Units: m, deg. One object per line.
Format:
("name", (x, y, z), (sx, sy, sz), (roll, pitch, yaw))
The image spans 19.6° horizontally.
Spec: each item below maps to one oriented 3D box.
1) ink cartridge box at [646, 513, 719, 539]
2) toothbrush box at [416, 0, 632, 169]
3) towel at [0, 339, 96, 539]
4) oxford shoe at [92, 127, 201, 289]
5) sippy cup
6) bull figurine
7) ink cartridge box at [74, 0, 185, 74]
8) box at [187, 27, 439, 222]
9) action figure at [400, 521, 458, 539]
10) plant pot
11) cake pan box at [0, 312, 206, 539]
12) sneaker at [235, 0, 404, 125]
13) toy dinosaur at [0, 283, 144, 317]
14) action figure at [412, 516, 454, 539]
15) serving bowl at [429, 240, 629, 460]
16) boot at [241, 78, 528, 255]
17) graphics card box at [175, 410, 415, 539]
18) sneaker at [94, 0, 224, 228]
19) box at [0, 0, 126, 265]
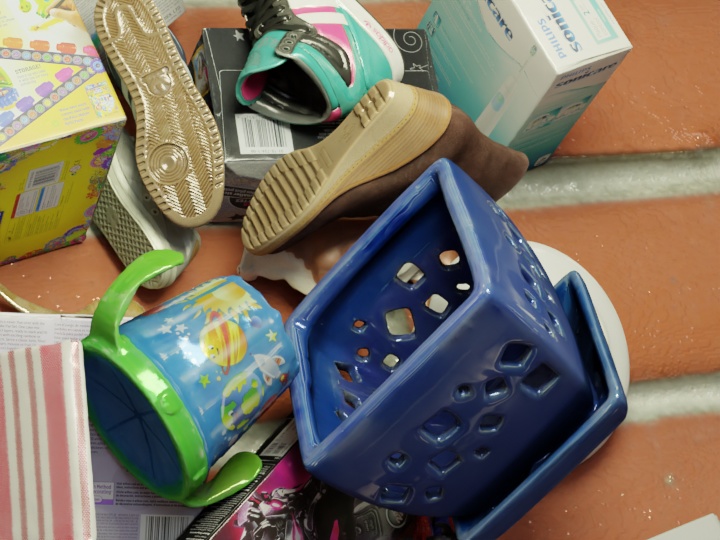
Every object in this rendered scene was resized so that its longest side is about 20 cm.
("ink cartridge box", (0.207, 0.299, 1.568), (0.144, 0.200, 0.145), (-18, 71, -26))
("toothbrush box", (0.129, -0.187, 1.792), (0.085, 0.200, 0.147), (-22, 71, -26))
("towel", (-0.270, 0.135, 1.493), (0.030, 0.199, 0.148), (12, 69, -60))
("oxford shoe", (-0.195, -0.076, 1.704), (0.058, 0.075, 0.201), (-24, 75, -38))
("sippy cup", (-0.120, 0.075, 1.510), (0.130, 0.178, 0.140), (-37, 71, -27))
("bull figurine", (0.000, 0.000, 1.733), (0.199, 0.065, 0.122), (-11, 72, -21))
("ink cartridge box", (-0.229, -0.269, 1.711), (0.076, 0.201, 0.136), (24, 52, 32))
("box", (-0.041, -0.119, 1.751), (0.198, 0.115, 0.133), (-2, 66, -18))
("action figure", (0.040, 0.271, 1.573), (0.102, 0.119, 0.200), (44, 69, -11))
("plant pot", (0.075, 0.071, 1.541), (0.179, 0.200, 0.200), (34, 22, -25))
("cake pan box", (-0.206, 0.125, 1.568), (0.198, 0.052, 0.186), (2, 89, -17))
("sneaker", (-0.071, -0.190, 1.666), (0.200, 0.084, 0.121), (42, 50, 4))
("toy dinosaur", (-0.209, 0.057, 1.650), (0.198, 0.058, 0.102), (10, 48, -7))
("action figure", (0.068, 0.170, 1.673), (0.065, 0.052, 0.202), (16, 59, -38))
("serving bowl", (0.151, 0.063, 1.715), (0.199, 0.066, 0.202), (16, 62, -32))
("boot", (0.020, -0.056, 1.672), (0.166, 0.200, 0.073), (28, 30, -40))
("graphics card box", (-0.055, 0.206, 1.588), (0.200, 0.051, 0.126), (-46, 113, -33))
("sneaker", (-0.157, -0.126, 1.683), (0.070, 0.109, 0.201), (-20, 85, -3))
("box", (-0.287, -0.134, 1.625), (0.121, 0.200, 0.194), (-17, 69, -24))
